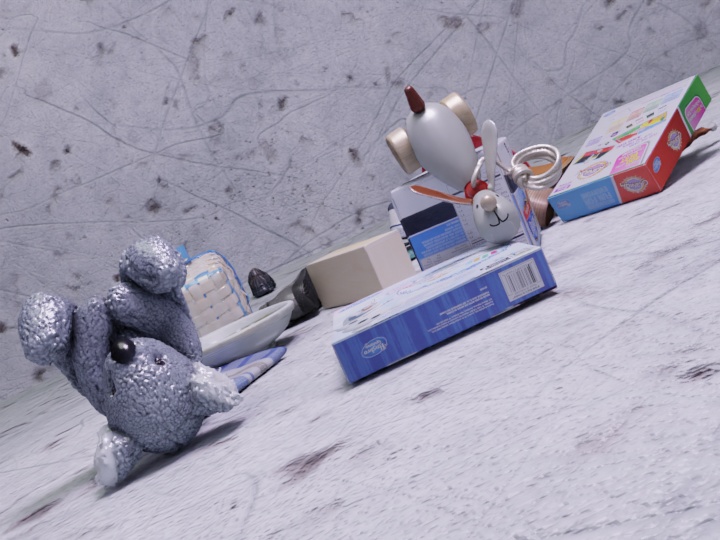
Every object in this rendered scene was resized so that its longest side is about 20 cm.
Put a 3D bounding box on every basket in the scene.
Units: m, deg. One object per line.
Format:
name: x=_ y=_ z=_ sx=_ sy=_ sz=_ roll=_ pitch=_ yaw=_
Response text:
basket: x=-0.271 y=0.049 z=1.578 sx=0.138 sy=0.178 sz=0.200 roll=-28 pitch=16 yaw=-5

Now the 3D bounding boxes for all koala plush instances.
koala plush: x=-0.206 y=0.105 z=0.876 sx=0.176 sy=0.185 sz=0.200 roll=-30 pitch=38 yaw=-14

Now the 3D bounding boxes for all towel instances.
towel: x=-0.186 y=0.142 z=1.060 sx=0.145 sy=0.024 sz=0.200 roll=-22 pitch=6 yaw=27

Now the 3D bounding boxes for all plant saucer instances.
plant saucer: x=-0.173 y=0.104 z=1.237 sx=0.198 sy=0.051 sz=0.200 roll=-24 pitch=5 yaw=2

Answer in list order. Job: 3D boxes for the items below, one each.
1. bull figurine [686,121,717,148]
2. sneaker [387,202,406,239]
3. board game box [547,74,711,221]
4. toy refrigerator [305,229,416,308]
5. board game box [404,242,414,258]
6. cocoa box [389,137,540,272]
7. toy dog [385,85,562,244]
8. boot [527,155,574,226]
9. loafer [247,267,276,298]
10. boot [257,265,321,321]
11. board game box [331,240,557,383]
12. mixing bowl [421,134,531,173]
bull figurine: x=0.406 y=-0.179 z=1.291 sx=0.121 sy=0.066 sz=0.199 roll=-29 pitch=6 yaw=-28
sneaker: x=0.127 y=-0.098 z=1.605 sx=0.072 sy=0.072 sz=0.198 roll=-12 pitch=-4 yaw=43
board game box: x=0.342 y=-0.155 z=1.150 sx=0.152 sy=0.040 sz=0.200 roll=-18 pitch=27 yaw=51
toy refrigerator: x=0.000 y=0.000 z=1.344 sx=0.069 sy=0.077 sz=0.199 roll=-26 pitch=4 yaw=-28
board game box: x=0.022 y=-0.011 z=1.613 sx=0.134 sy=0.029 sz=0.199 roll=-25 pitch=4 yaw=-26
cocoa box: x=0.131 y=-0.067 z=1.071 sx=0.132 sy=0.133 sz=0.200 roll=-22 pitch=5 yaw=16
toy dog: x=0.094 y=-0.121 z=0.911 sx=0.199 sy=0.096 sz=0.132 roll=31 pitch=78 yaw=40
boot: x=0.212 y=-0.123 z=1.272 sx=0.153 sy=0.078 sz=0.200 roll=15 pitch=36 yaw=23
loafer: x=-0.269 y=0.025 z=2.422 sx=0.072 sy=0.073 sz=0.200 roll=-26 pitch=4 yaw=-9
boot: x=-0.129 y=0.057 z=1.467 sx=0.130 sy=0.068 sz=0.200 roll=-30 pitch=3 yaw=7
board game box: x=0.069 y=0.030 z=0.862 sx=0.198 sy=0.044 sz=0.199 roll=-25 pitch=6 yaw=1
mixing bowl: x=0.184 y=-0.147 z=1.549 sx=0.197 sy=0.110 sz=0.201 roll=12 pitch=30 yaw=-7
